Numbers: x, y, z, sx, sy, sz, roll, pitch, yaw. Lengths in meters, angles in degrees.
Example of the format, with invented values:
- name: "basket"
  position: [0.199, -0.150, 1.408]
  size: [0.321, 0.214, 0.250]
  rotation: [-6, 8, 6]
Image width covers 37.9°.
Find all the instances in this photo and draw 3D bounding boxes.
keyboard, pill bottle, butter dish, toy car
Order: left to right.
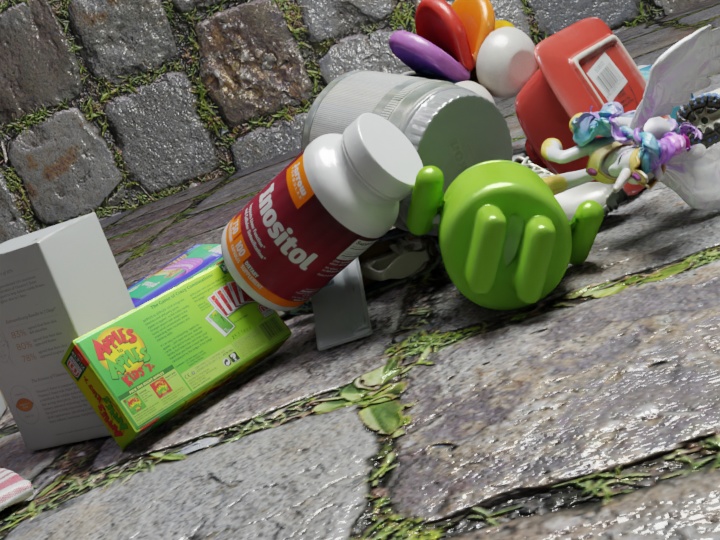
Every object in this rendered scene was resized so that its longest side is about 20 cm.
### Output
- name: "pill bottle"
  position: [-0.037, -0.058, 1.019]
  size: [0.200, 0.113, 0.113]
  rotation: [-40, 1, 30]
- name: "keyboard"
  position: [-0.027, 0.008, 1.092]
  size: [0.056, 0.011, 0.201]
  rotation: [-22, 37, 9]
- name: "toy car"
  position: [0.100, -0.248, 1.270]
  size: [0.201, 0.150, 0.175]
  rotation: [-52, 35, -7]
- name: "butter dish"
  position: [0.256, -0.172, 1.237]
  size: [0.147, 0.200, 0.200]
  rotation: [-33, 1, 43]

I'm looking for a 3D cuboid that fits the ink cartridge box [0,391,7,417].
- name: "ink cartridge box"
  position: [-0.472, 0.118, 1.176]
  size: [0.074, 0.166, 0.200]
  rotation: [-19, 13, -5]

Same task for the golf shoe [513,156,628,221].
- name: "golf shoe"
  position: [0.187, -0.079, 1.128]
  size: [0.199, 0.089, 0.077]
  rotation: [-8, 16, 41]

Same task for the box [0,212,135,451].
- name: "box"
  position: [-0.298, 0.062, 1.047]
  size: [0.123, 0.202, 0.097]
  rotation: [-14, 14, 26]

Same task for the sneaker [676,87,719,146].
- name: "sneaker"
  position: [0.473, -0.203, 1.222]
  size: [0.199, 0.078, 0.085]
  rotation: [-7, 14, 45]

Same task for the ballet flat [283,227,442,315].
- name: "ballet flat"
  position: [0.000, 0.000, 1.143]
  size: [0.198, 0.075, 0.074]
  rotation: [-24, 12, -5]

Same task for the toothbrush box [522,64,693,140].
- name: "toothbrush box"
  position: [0.338, -0.210, 1.444]
  size: [0.198, 0.086, 0.146]
  rotation: [-23, 12, -4]

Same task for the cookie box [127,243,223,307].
- name: "cookie box"
  position: [-0.232, 0.050, 1.220]
  size: [0.199, 0.076, 0.171]
  rotation: [-35, 15, -20]

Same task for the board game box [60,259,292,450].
- name: "board game box"
  position: [-0.172, 0.074, 1.004]
  size: [0.199, 0.102, 0.048]
  rotation: [-31, -10, -40]

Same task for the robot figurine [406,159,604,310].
- name: "robot figurine"
  position: [0.129, -0.036, 0.959]
  size: [0.173, 0.117, 0.200]
  rotation: [9, 16, 1]

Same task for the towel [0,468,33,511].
- name: "towel"
  position: [-0.391, 0.219, 0.943]
  size: [0.146, 0.030, 0.199]
  rotation: [-29, 17, -35]

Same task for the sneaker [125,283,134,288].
- name: "sneaker"
  position: [-0.321, 0.075, 1.390]
  size: [0.075, 0.071, 0.200]
  rotation: [3, 23, 16]

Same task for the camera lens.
- name: "camera lens"
  position: [0.044, -0.129, 1.134]
  size: [0.159, 0.161, 0.199]
  rotation: [-28, 30, -31]

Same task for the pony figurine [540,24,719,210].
- name: "pony figurine"
  position: [0.272, -0.121, 0.992]
  size: [0.192, 0.168, 0.200]
  rotation: [-27, 14, -14]

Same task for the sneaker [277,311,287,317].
- name: "sneaker"
  position: [-0.112, 0.001, 1.276]
  size: [0.076, 0.086, 0.200]
  rotation: [-24, 13, -19]

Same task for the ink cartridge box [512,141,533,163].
- name: "ink cartridge box"
  position: [0.166, -0.106, 1.317]
  size: [0.115, 0.068, 0.200]
  rotation: [-14, 13, 25]
